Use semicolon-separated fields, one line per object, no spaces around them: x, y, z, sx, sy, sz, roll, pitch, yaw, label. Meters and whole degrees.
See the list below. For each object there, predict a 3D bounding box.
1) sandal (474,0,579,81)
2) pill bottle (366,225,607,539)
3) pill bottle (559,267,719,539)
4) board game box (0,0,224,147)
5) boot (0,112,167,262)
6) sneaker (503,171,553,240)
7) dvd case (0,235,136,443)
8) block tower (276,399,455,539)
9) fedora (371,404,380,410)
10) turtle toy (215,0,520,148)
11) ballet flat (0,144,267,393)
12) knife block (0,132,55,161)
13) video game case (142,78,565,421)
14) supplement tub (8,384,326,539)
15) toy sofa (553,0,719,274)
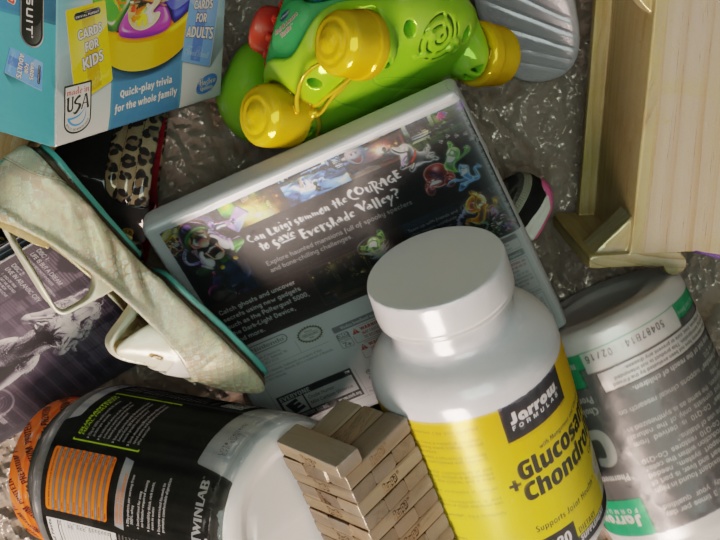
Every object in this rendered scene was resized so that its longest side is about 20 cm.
0.092;-0.220;1.003;0.079;0.059;0.207;-7;120;15;sandal
0.070;0.079;0.936;0.112;0.112;0.200;-20;121;1;pill bottle
0.192;0.108;1.024;0.113;0.113;0.200;-26;98;2;pill bottle
-0.134;-0.183;0.892;0.047;0.151;0.200;17;115;27;board game box
-0.208;-0.026;1.011;0.150;0.073;0.200;10;90;-3;boot
0.026;-0.015;1.018;0.200;0.074;0.087;-32;105;8;sneaker
-0.222;0.047;1.001;0.200;0.016;0.149;-30;142;3;dvd case
0.020;0.165;0.933;0.058;0.054;0.200;-42;125;-29;block tower
-0.001;0.174;1.036;0.200;0.092;0.201;0;99;-2;fedora
-0.012;-0.126;0.956;0.200;0.146;0.101;-36;67;41;turtle toy
-0.139;0.014;0.913;0.200;0.067;0.062;46;77;-15;ballet flat
-0.208;-0.079;0.940;0.200;0.064;0.176;-14;74;-14;knife block
0.000;0.000;0.960;0.200;0.023;0.182;-23;122;9;video game case
-0.114;0.135;0.972;0.200;0.123;0.123;6;101;39;supplement tub
0.182;-0.104;0.986;0.098;0.083;0.200;-3;112;-11;toy sofa
